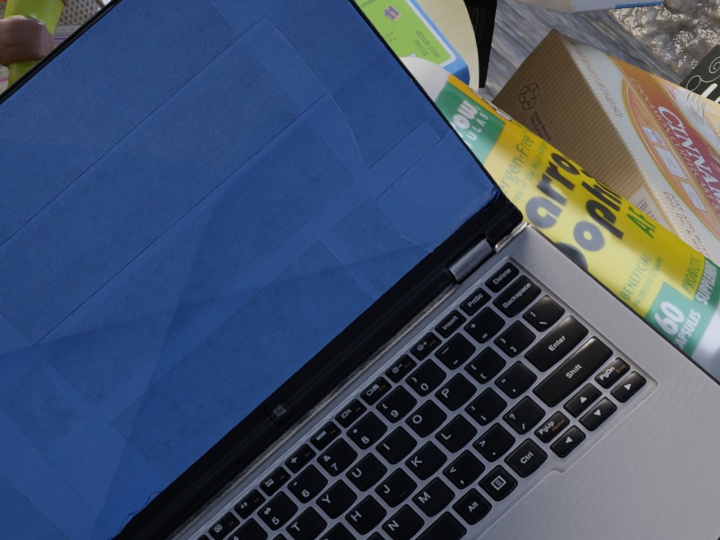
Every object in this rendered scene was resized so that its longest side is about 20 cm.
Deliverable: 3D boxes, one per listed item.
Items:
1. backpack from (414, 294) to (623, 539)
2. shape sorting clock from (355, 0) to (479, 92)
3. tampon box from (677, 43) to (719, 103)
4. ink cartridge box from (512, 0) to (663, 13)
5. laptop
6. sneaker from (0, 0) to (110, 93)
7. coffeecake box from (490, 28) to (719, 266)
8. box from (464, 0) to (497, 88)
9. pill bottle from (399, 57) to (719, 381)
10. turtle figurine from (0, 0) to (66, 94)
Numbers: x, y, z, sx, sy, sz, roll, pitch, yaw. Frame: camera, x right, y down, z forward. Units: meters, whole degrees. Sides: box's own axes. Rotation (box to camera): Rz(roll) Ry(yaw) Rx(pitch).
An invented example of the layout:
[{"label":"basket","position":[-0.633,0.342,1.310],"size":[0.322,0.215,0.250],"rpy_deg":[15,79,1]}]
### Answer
[{"label":"backpack","position":[0.058,0.109,0.785],"size":[0.127,0.167,0.200],"rpy_deg":[36,23,-52]},{"label":"shape sorting clock","position":[-0.051,-0.090,1.018],"size":[0.200,0.039,0.200],"rpy_deg":[8,60,-14]},{"label":"tampon box","position":[0.191,0.013,1.392],"size":[0.126,0.200,0.150],"rpy_deg":[34,16,-30]},{"label":"ink cartridge box","position":[0.027,-0.164,1.128],"size":[0.200,0.067,0.116],"rpy_deg":[15,14,24]},{"label":"laptop","position":[-0.022,0.033,0.710],"size":[0.200,0.187,0.116],"rpy_deg":[43,-9,39]},{"label":"sneaker","position":[-0.100,-0.031,0.851],"size":[0.088,0.081,0.200],"rpy_deg":[-21,82,-50]},{"label":"coffeecake box","position":[0.158,-0.004,1.137],"size":[0.200,0.073,0.154],"rpy_deg":[18,33,-41]},{"label":"box","position":[-0.058,-0.123,1.180],"size":[0.158,0.051,0.200],"rpy_deg":[1,10,-32]},{"label":"pill bottle","position":[0.028,-0.004,0.920],"size":[0.200,0.113,0.113],"rpy_deg":[35,14,-3]},{"label":"turtle figurine","position":[-0.128,-0.018,0.768],"size":[0.161,0.200,0.064],"rpy_deg":[11,-2,-13]}]
